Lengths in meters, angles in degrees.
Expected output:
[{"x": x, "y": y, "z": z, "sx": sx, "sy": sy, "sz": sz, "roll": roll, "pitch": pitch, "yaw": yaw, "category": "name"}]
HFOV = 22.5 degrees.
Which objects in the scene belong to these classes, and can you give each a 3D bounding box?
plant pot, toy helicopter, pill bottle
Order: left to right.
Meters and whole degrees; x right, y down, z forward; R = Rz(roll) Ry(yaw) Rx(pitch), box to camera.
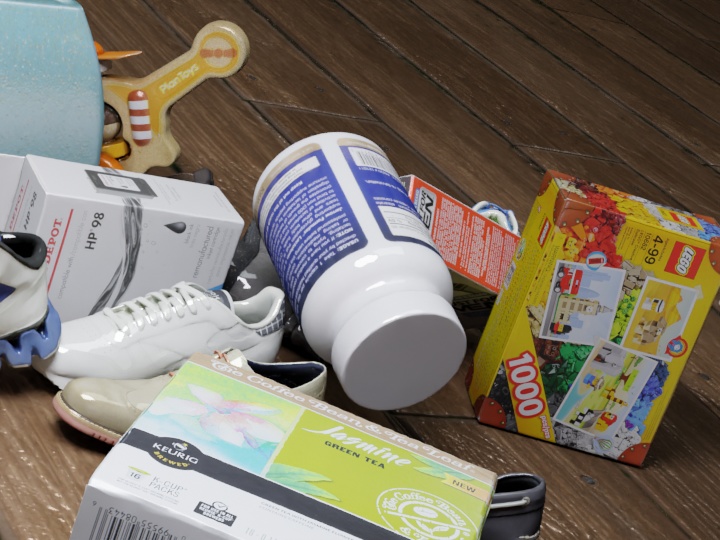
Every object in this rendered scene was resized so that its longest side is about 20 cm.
[{"x": -0.317, "y": -0.145, "z": 1.439, "sx": 0.195, "sy": 0.201, "sz": 0.196, "roll": -1, "pitch": 30, "yaw": -46, "category": "plant pot"}, {"x": -0.182, "y": -0.151, "z": 1.508, "sx": 0.133, "sy": 0.200, "sz": 0.079, "roll": 56, "pitch": 16, "yaw": -7, "category": "toy helicopter"}, {"x": 0.000, "y": 0.000, "z": 1.325, "sx": 0.115, "sy": 0.116, "sz": 0.200, "roll": 8, "pitch": 36, "yaw": -30, "category": "pill bottle"}]

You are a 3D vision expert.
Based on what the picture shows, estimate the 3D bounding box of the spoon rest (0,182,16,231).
[{"x": -0.248, "y": -0.034, "z": 1.396, "sx": 0.199, "sy": 0.100, "sz": 0.061, "roll": 17, "pitch": 28, "yaw": -42, "category": "spoon rest"}]

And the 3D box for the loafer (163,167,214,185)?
[{"x": -0.156, "y": -0.039, "z": 1.521, "sx": 0.071, "sy": 0.073, "sz": 0.200, "roll": -7, "pitch": 10, "yaw": -2, "category": "loafer"}]

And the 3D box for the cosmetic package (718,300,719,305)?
[{"x": 0.476, "y": 0.012, "z": 1.984, "sx": 0.101, "sy": 0.072, "sz": 0.200, "roll": 28, "pitch": 22, "yaw": 19, "category": "cosmetic package"}]

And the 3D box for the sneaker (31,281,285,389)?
[{"x": -0.145, "y": 0.045, "z": 1.296, "sx": 0.199, "sy": 0.081, "sz": 0.076, "roll": 0, "pitch": 30, "yaw": -38, "category": "sneaker"}]

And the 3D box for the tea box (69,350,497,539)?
[{"x": -0.048, "y": 0.167, "z": 1.002, "sx": 0.199, "sy": 0.134, "sz": 0.197, "roll": 22, "pitch": 20, "yaw": 4, "category": "tea box"}]

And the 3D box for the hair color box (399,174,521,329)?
[{"x": 0.061, "y": -0.010, "z": 1.510, "sx": 0.111, "sy": 0.064, "sz": 0.200, "roll": -7, "pitch": -25, "yaw": 42, "category": "hair color box"}]

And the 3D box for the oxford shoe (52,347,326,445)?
[{"x": -0.114, "y": 0.082, "z": 1.239, "sx": 0.199, "sy": 0.074, "sz": 0.071, "roll": 5, "pitch": 25, "yaw": -36, "category": "oxford shoe"}]

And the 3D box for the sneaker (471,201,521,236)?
[{"x": 0.130, "y": -0.028, "z": 1.747, "sx": 0.075, "sy": 0.077, "sz": 0.200, "roll": 19, "pitch": 19, "yaw": 1, "category": "sneaker"}]

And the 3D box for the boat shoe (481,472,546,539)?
[{"x": 0.033, "y": 0.145, "z": 1.237, "sx": 0.199, "sy": 0.063, "sz": 0.073, "roll": 16, "pitch": 21, "yaw": -12, "category": "boat shoe"}]

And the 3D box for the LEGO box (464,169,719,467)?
[{"x": 0.189, "y": 0.039, "z": 1.458, "sx": 0.148, "sy": 0.201, "sz": 0.077, "roll": 16, "pitch": 20, "yaw": -11, "category": "LEGO box"}]

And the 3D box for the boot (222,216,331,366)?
[{"x": -0.050, "y": 0.016, "z": 1.505, "sx": 0.131, "sy": 0.070, "sz": 0.200, "roll": 30, "pitch": 25, "yaw": 1, "category": "boot"}]

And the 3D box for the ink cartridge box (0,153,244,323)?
[{"x": -0.200, "y": -0.013, "z": 1.338, "sx": 0.199, "sy": 0.116, "sz": 0.067, "roll": 8, "pitch": 25, "yaw": -30, "category": "ink cartridge box"}]

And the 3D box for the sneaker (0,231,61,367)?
[{"x": -0.282, "y": 0.011, "z": 1.163, "sx": 0.199, "sy": 0.116, "sz": 0.080, "roll": -16, "pitch": 39, "yaw": -36, "category": "sneaker"}]
